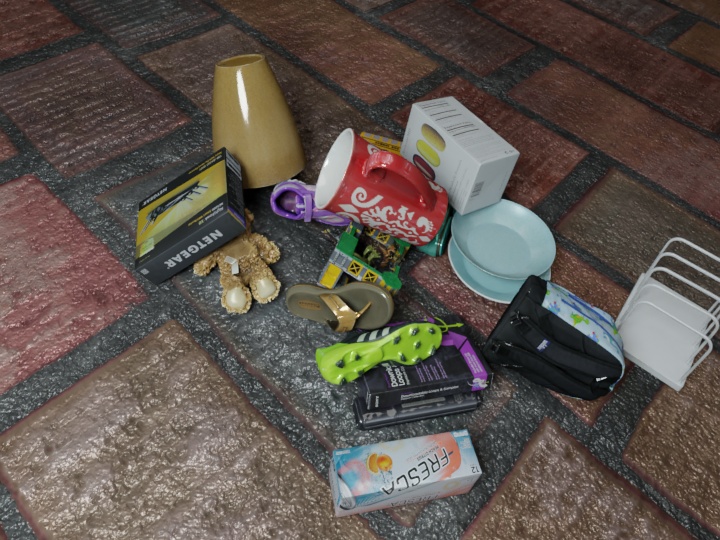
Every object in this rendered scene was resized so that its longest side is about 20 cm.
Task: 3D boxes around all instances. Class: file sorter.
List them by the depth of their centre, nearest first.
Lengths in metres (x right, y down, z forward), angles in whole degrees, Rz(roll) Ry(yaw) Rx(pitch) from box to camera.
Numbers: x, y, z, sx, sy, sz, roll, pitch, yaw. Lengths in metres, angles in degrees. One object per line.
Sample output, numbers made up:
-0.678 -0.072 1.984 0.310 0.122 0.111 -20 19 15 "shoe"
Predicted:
0.535 0.065 0.976 0.137 0.127 0.200 33 53 20 "file sorter"

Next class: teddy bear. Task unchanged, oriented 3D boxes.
-0.206 -0.016 0.974 0.144 0.067 0.200 -39 64 -13 "teddy bear"

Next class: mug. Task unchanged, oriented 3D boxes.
0.043 -0.119 0.930 0.195 0.136 0.178 23 12 -23 "mug"

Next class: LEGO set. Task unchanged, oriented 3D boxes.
0.000 0.000 0.977 0.150 0.117 0.203 25 34 -12 "LEGO set"

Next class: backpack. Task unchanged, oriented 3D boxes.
0.312 0.111 0.886 0.197 0.166 0.154 33 37 11 "backpack"

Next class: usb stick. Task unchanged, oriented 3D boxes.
0.083 0.198 0.853 0.193 0.033 0.056 -7 42 -14 "usb stick"

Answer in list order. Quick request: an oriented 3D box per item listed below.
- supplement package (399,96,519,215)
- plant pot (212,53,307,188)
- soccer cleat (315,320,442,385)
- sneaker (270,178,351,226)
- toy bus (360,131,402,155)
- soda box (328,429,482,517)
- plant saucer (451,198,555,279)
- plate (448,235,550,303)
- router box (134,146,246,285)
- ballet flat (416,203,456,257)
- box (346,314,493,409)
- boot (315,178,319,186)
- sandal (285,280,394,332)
0.180 -0.221 1.081 0.107 0.116 0.201 -18 52 -31 "supplement package"
-0.205 -0.288 1.074 0.179 0.206 0.188 -6 31 4 "plant pot"
0.027 0.108 0.832 0.194 0.070 0.081 -13 21 -23 "soccer cleat"
-0.080 -0.121 1.038 0.193 0.084 0.088 6 12 12 "sneaker"
0.084 -0.220 1.186 0.193 0.066 0.080 16 47 5 "toy bus"
0.058 0.268 0.762 0.193 0.070 0.065 -5 50 -15 "soda box"
0.258 -0.051 1.054 0.193 0.039 0.206 4 49 -4 "plant saucer"
0.255 -0.014 1.065 0.193 0.026 0.205 5 49 -5 "plate"
-0.286 -0.092 0.960 0.196 0.052 0.161 -29 50 15 "router box"
0.154 -0.107 1.101 0.068 0.069 0.202 18 48 17 "ballet flat"
0.086 0.135 0.882 0.193 0.037 0.144 -8 36 -13 "box"
0.019 -0.142 1.114 0.197 0.066 0.167 35 77 2 "boot"
-0.039 0.062 0.891 0.194 0.083 0.054 2 30 25 "sandal"
